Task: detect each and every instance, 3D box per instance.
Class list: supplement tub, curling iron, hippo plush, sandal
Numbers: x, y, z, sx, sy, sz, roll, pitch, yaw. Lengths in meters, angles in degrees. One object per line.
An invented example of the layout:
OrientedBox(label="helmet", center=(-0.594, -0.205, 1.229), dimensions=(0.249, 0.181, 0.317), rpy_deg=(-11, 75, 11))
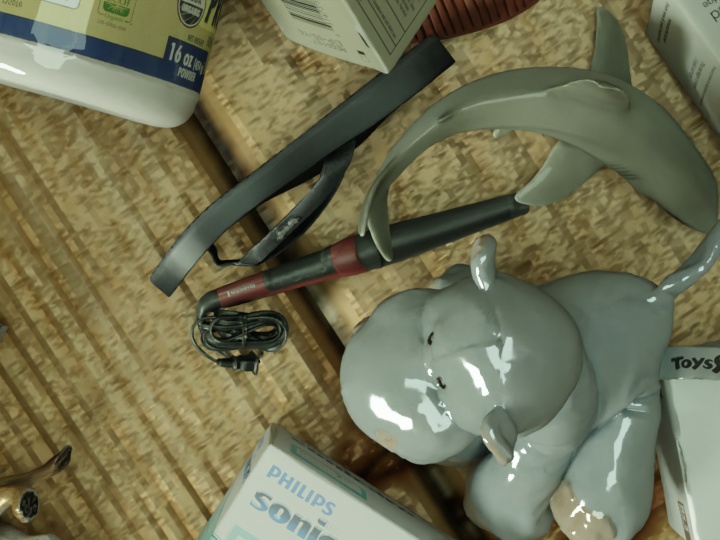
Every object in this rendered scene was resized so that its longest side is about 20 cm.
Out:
OrientedBox(label="supplement tub", center=(-0.128, -0.184, 0.764), dimensions=(0.143, 0.144, 0.202), rpy_deg=(15, 92, -3))
OrientedBox(label="curling iron", center=(0.000, 0.000, 0.841), dimensions=(0.199, 0.026, 0.050), rpy_deg=(-25, 115, -6))
OrientedBox(label="hippo plush", center=(0.081, 0.065, 0.746), dimensions=(0.199, 0.160, 0.161), rpy_deg=(-12, 85, 31))
OrientedBox(label="sandal", center=(-0.027, -0.048, 0.810), dimensions=(0.200, 0.076, 0.043), rpy_deg=(-38, 94, -1))

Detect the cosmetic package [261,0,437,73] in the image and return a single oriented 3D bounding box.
OrientedBox(label="cosmetic package", center=(0.022, -0.212, 0.761), dimensions=(0.073, 0.104, 0.201), rpy_deg=(22, 72, 34))

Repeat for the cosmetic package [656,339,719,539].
OrientedBox(label="cosmetic package", center=(0.260, 0.077, 0.832), dimensions=(0.198, 0.074, 0.103), rpy_deg=(-10, 93, 0))

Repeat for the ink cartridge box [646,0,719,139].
OrientedBox(label="ink cartridge box", center=(0.263, -0.095, 0.791), dimensions=(0.146, 0.083, 0.201), rpy_deg=(-32, 76, -2))

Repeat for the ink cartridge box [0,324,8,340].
OrientedBox(label="ink cartridge box", center=(-0.294, 0.093, 0.800), dimensions=(0.144, 0.084, 0.201), rpy_deg=(23, 91, -3))

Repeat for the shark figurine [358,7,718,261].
OrientedBox(label="shark figurine", center=(0.093, -0.077, 0.798), dimensions=(0.212, 0.089, 0.130), rpy_deg=(-5, 89, -14))

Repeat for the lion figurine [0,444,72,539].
OrientedBox(label="lion figurine", center=(-0.208, 0.190, 0.818), dimensions=(0.122, 0.072, 0.202), rpy_deg=(0, 75, 37))

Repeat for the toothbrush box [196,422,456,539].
OrientedBox(label="toothbrush box", center=(-0.040, 0.206, 0.818), dimensions=(0.146, 0.085, 0.201), rpy_deg=(34, 90, -4))

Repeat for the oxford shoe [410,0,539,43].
OrientedBox(label="oxford shoe", center=(0.082, -0.188, 0.823), dimensions=(0.199, 0.071, 0.074), rpy_deg=(-27, 69, -1))
